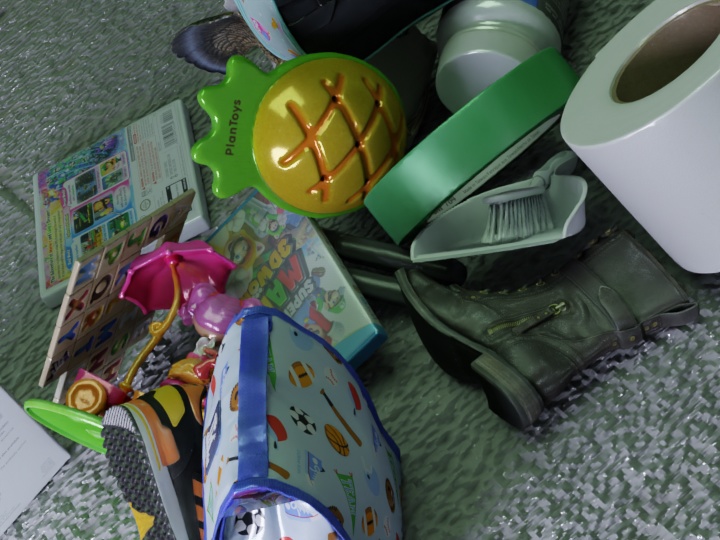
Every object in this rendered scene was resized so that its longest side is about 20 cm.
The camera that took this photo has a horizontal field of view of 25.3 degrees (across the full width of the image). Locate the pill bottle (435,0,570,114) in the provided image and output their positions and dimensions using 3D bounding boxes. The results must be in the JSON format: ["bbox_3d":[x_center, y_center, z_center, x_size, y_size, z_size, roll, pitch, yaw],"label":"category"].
[{"bbox_3d":[0.131,-0.232,1.454,0.114,0.114,0.200,-8,47,27],"label":"pill bottle"}]

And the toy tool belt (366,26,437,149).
[{"bbox_3d":[-0.014,-0.143,1.481,0.200,0.125,0.123,-58,12,-30],"label":"toy tool belt"}]

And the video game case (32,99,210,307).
[{"bbox_3d":[-0.244,-0.071,1.612,0.182,0.024,0.200,-26,42,9],"label":"video game case"}]

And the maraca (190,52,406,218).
[{"bbox_3d":[-0.046,-0.112,1.314,0.107,0.200,0.137,15,101,56],"label":"maraca"}]

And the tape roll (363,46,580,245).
[{"bbox_3d":[0.094,-0.100,1.304,0.200,0.200,0.048,-38,85,-4],"label":"tape roll"}]

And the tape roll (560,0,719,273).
[{"bbox_3d":[0.268,-0.116,1.182,0.203,0.139,0.203,-40,19,17],"label":"tape roll"}]

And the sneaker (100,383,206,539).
[{"bbox_3d":[-0.119,0.180,1.186,0.090,0.200,0.070,-24,12,-36],"label":"sneaker"}]

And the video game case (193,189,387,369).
[{"bbox_3d":[-0.073,0.030,1.340,0.143,0.018,0.200,-44,53,15],"label":"video game case"}]

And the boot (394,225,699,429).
[{"bbox_3d":[0.140,0.022,1.239,0.174,0.069,0.200,-36,50,-13],"label":"boot"}]

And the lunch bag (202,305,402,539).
[{"bbox_3d":[-0.049,0.146,1.129,0.124,0.200,0.170,-13,45,10],"label":"lunch bag"}]

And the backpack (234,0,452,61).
[{"bbox_3d":[-0.022,-0.273,1.376,0.200,0.176,0.153,-45,37,-22],"label":"backpack"}]

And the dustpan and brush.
[{"bbox_3d":[0.138,-0.058,1.292,0.139,0.057,0.200,-8,6,32],"label":"dustpan and brush"}]

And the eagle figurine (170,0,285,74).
[{"bbox_3d":[-0.095,-0.244,1.596,0.200,0.152,0.151,41,120,55],"label":"eagle figurine"}]

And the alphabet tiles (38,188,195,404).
[{"bbox_3d":[-0.212,0.039,1.356,0.008,0.200,0.167,31,34,13],"label":"alphabet tiles"}]

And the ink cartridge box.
[{"bbox_3d":[-0.375,0.169,1.346,0.084,0.176,0.200,22,64,44],"label":"ink cartridge box"}]

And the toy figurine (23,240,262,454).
[{"bbox_3d":[-0.145,0.066,1.301,0.200,0.150,0.184,17,73,18],"label":"toy figurine"}]

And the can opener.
[{"bbox_3d":[0.000,0.000,1.363,0.200,0.067,0.053,13,80,26],"label":"can opener"}]
